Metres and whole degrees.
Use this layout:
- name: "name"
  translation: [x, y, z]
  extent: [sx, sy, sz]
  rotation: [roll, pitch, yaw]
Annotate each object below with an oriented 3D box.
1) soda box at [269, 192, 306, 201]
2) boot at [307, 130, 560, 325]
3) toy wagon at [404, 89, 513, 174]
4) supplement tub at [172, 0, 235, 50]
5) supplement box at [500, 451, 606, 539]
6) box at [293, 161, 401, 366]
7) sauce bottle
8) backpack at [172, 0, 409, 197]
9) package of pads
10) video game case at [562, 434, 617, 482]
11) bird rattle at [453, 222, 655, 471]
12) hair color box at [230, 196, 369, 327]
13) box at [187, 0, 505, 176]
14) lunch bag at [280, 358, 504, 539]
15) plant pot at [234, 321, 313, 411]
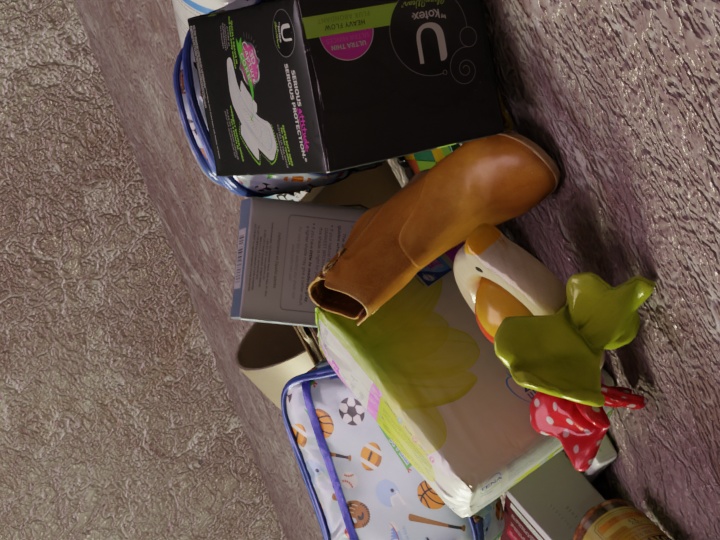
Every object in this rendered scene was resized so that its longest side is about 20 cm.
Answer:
- name: "soda box"
  translation: [-0.061, -0.101, 1.810]
  extent: [0.068, 0.064, 0.200]
  rotation: [-13, 126, 48]
- name: "boot"
  translation: [0.049, -0.023, 1.459]
  extent: [0.071, 0.144, 0.201]
  rotation: [48, 154, -14]
- name: "toy wagon"
  translation: [0.064, -0.120, 1.551]
  extent: [0.156, 0.039, 0.200]
  rotation: [66, 169, -9]
- name: "supplement tub"
  translation: [-0.105, -0.242, 1.832]
  extent: [0.132, 0.132, 0.200]
  rotation: [59, 167, 25]
- name: "supplement box"
  translation: [0.174, 0.234, 1.693]
  extent: [0.109, 0.061, 0.200]
  rotation: [48, 165, 18]
- name: "box"
  translation: [-0.004, -0.003, 1.758]
  extent: [0.021, 0.200, 0.164]
  rotation: [-11, 117, 37]
- name: "sauce bottle"
  translation: [0.234, 0.245, 1.496]
  extent: [0.200, 0.066, 0.066]
  rotation: [42, 155, 49]
- name: "backpack"
  translation: [-0.067, -0.149, 1.656]
  extent: [0.190, 0.154, 0.201]
  rotation: [-26, -86, -64]
- name: "package of pads"
  translation: [0.075, 0.072, 1.541]
  extent: [0.200, 0.154, 0.068]
  rotation: [48, 160, 23]
- name: "video game case"
  translation: [0.146, 0.099, 1.691]
  extent: [0.183, 0.023, 0.200]
  rotation: [62, 168, 13]
- name: "bird rattle"
  translation: [0.133, 0.038, 1.407]
  extent: [0.163, 0.113, 0.200]
  rotation: [45, 174, 16]
- name: "hair color box"
  translation: [0.000, 0.000, 1.639]
  extent: [0.061, 0.199, 0.100]
  rotation: [175, 101, -79]
- name: "box"
  translation: [-0.014, -0.141, 1.449]
  extent: [0.200, 0.148, 0.125]
  rotation: [6, 108, 64]
- name: "lunch bag"
  translation: [0.023, 0.163, 1.658]
  extent: [0.076, 0.160, 0.201]
  rotation: [-29, -76, -61]
- name: "plant pot"
  translation: [0.004, 0.116, 2.052]
  extent: [0.200, 0.187, 0.187]
  rotation: [55, 173, -20]
